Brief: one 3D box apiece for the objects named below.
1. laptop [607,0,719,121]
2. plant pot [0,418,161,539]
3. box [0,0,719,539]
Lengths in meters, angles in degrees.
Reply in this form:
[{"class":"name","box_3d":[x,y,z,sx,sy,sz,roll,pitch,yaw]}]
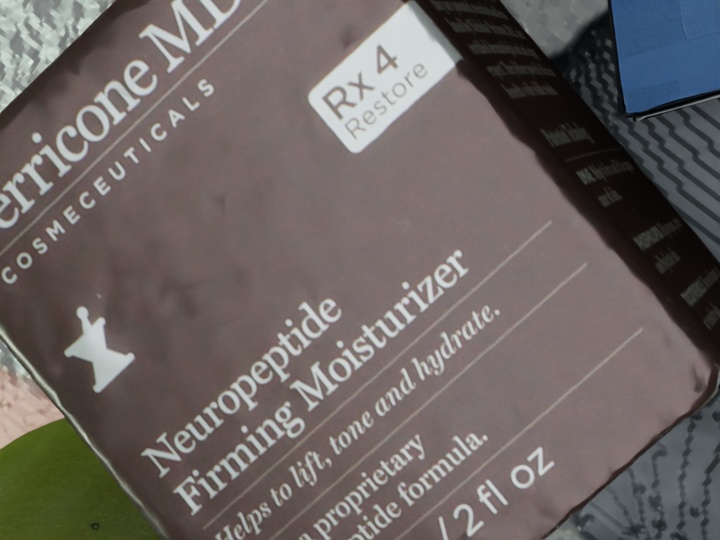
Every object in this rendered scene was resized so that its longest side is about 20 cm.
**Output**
[{"class":"laptop","box_3d":[0.148,-0.169,0.699,0.186,0.116,0.202,-16,92,13]},{"class":"plant pot","box_3d":[-0.103,0.153,0.745,0.186,0.200,0.189,1,95,13]},{"class":"box","box_3d":[0.000,0.000,0.724,0.166,0.164,0.200,-42,85,13]}]
